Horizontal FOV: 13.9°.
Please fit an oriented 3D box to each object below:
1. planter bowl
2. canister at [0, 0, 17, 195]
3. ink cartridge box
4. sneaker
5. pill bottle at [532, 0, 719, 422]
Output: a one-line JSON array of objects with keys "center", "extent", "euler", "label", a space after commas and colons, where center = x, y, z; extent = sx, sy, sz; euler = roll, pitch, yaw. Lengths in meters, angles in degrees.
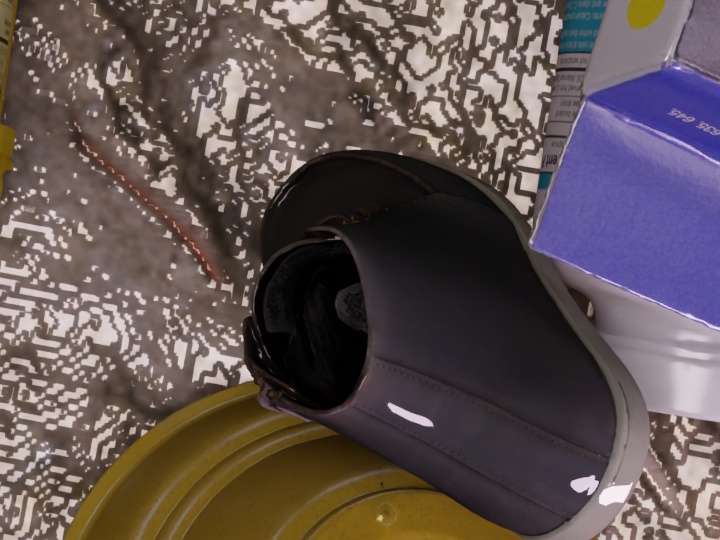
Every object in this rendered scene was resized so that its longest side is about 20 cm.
[{"center": [0.007, 0.119, 0.896], "extent": [0.200, 0.083, 0.200], "euler": [5, 73, -16], "label": "planter bowl"}, {"center": [-0.174, -0.129, 0.946], "extent": [0.149, 0.087, 0.200], "euler": [9, 89, 3], "label": "canister"}, {"center": [0.162, -0.068, 0.853], "extent": [0.198, 0.047, 0.200], "euler": [22, 81, -33], "label": "ink cartridge box"}, {"center": [0.000, 0.000, 0.874], "extent": [0.106, 0.200, 0.075], "euler": [27, 100, -34], "label": "sneaker"}, {"center": [0.115, -0.054, 0.915], "extent": [0.111, 0.111, 0.200], "euler": [8, 91, 4], "label": "pill bottle"}]
